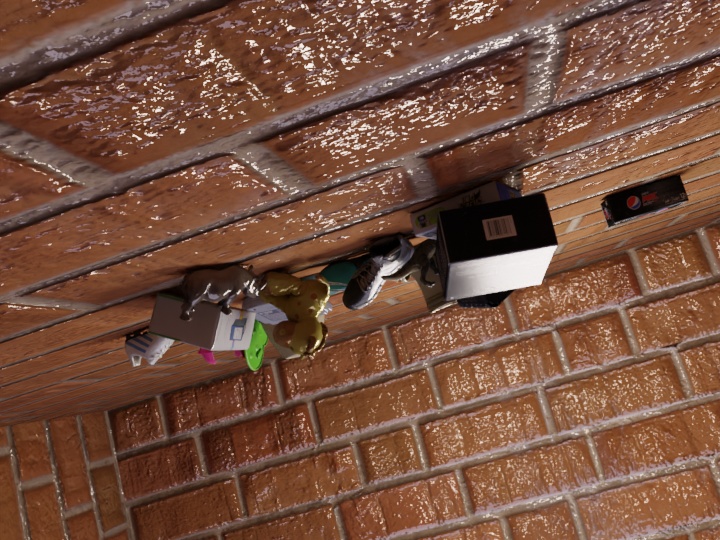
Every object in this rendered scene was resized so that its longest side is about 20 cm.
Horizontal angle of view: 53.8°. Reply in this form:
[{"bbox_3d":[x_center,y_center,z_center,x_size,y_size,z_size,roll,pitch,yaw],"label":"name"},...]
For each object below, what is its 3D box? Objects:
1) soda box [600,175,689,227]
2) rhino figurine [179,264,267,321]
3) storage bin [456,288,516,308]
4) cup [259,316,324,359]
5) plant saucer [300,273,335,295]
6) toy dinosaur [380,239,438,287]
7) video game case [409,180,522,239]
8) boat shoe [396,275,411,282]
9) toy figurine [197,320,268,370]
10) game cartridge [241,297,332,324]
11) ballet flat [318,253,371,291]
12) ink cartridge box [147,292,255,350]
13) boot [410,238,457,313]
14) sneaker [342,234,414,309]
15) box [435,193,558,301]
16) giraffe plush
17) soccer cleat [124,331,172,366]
[{"bbox_3d":[0.718,-0.174,1.802,0.195,0.072,0.063,-17,170,2],"label":"soda box"},{"bbox_3d":[-0.250,0.033,1.326,0.197,0.089,0.059,-9,-152,-44],"label":"rhino figurine"},{"bbox_3d":[0.278,-0.024,1.503,0.199,0.137,0.093,-37,-162,-31],"label":"storage bin"},{"bbox_3d":[-0.185,0.171,2.039,0.196,0.147,0.200,-15,171,-2],"label":"cup"},{"bbox_3d":[-0.109,0.044,1.767,0.195,0.037,0.200,-16,171,-2],"label":"plant saucer"},{"bbox_3d":[0.138,-0.013,1.509,0.199,0.088,0.048,-41,175,-22],"label":"toy dinosaur"},{"bbox_3d":[0.214,-0.111,1.386,0.178,0.047,0.199,-20,170,25],"label":"video game case"},{"bbox_3d":[0.102,-0.004,1.752,0.197,0.068,0.073,-23,168,34],"label":"boat shoe"},{"bbox_3d":[-0.385,0.209,2.094,0.179,0.154,0.200,-4,-162,13],"label":"toy figurine"},{"bbox_3d":[-0.183,0.085,1.713,0.196,0.042,0.132,-12,157,29],"label":"game cartridge"},{"bbox_3d":[0.000,0.000,1.612,0.195,0.070,0.068,-17,179,6],"label":"ballet flat"},{"bbox_3d":[-0.318,0.107,1.456,0.142,0.090,0.200,12,175,13],"label":"ink cartridge box"},{"bbox_3d":[0.208,-0.011,1.573,0.197,0.158,0.073,-27,167,-1],"label":"boot"},{"bbox_3d":[0.022,-0.007,1.511,0.200,0.075,0.115,-46,157,2],"label":"sneaker"},{"bbox_3d":[0.242,-0.039,1.308,0.195,0.106,0.183,-10,156,0],"label":"box"},{"bbox_3d":[-0.129,0.104,1.524,0.195,0.166,0.173,1,165,17],"label":"giraffe plush"},{"bbox_3d":[-0.488,0.177,1.729,0.196,0.088,0.070,-20,170,23],"label":"soccer cleat"}]
